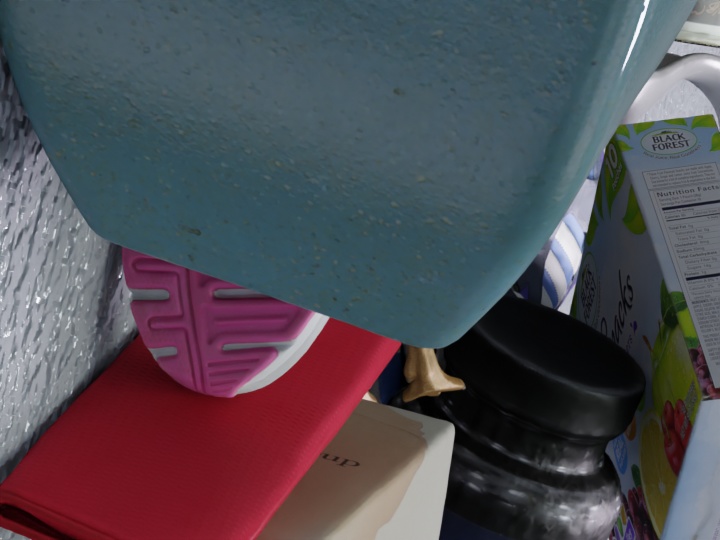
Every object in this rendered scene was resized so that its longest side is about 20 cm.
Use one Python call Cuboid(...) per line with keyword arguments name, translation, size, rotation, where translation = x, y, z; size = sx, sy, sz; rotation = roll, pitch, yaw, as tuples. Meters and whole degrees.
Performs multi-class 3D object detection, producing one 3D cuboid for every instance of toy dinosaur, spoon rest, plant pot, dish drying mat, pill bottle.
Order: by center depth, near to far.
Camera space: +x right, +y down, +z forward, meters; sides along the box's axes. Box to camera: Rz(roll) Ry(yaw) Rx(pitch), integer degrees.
Cuboid(name="plant pot", translation=(0.006, -0.099, 0.800), size=(0.196, 0.196, 0.200), rotation=(-54, 160, -57))
Cuboid(name="dish drying mat", translation=(-0.050, 0.049, 0.928), size=(0.200, 0.077, 0.018), rotation=(-50, 159, -61))
Cuboid(name="toy dinosaur", translation=(0.000, 0.000, 1.111), size=(0.200, 0.060, 0.107), rotation=(64, 13, -81))
Cuboid(name="pill bottle", translation=(0.045, 0.117, 1.208), size=(0.200, 0.112, 0.112), rotation=(-67, 169, 19))
Cuboid(name="spoon rest", translation=(0.116, -0.077, 1.267), size=(0.200, 0.099, 0.061), rotation=(12, 84, -42))

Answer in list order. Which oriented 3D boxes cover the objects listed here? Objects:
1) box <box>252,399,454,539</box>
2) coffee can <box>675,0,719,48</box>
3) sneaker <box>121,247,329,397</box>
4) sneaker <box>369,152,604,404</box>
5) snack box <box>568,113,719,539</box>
Cuboid(name="box", translation=(-0.038, 0.101, 0.991), size=(0.200, 0.095, 0.078), rotation=(-33, 135, -72))
Cuboid(name="coffee can", translation=(0.134, -0.212, 1.260), size=(0.146, 0.146, 0.201), rotation=(-25, 127, -72))
Cuboid(name="sneaker", translation=(-0.019, -0.048, 0.949), size=(0.088, 0.081, 0.201), rotation=(58, 48, -69))
Cuboid(name="sneaker", translation=(0.058, -0.004, 1.290), size=(0.146, 0.080, 0.201), rotation=(-9, 118, -79))
Cuboid(name="snack box", translation=(0.138, 0.046, 1.241), size=(0.200, 0.053, 0.143), rotation=(96, -17, -55))
